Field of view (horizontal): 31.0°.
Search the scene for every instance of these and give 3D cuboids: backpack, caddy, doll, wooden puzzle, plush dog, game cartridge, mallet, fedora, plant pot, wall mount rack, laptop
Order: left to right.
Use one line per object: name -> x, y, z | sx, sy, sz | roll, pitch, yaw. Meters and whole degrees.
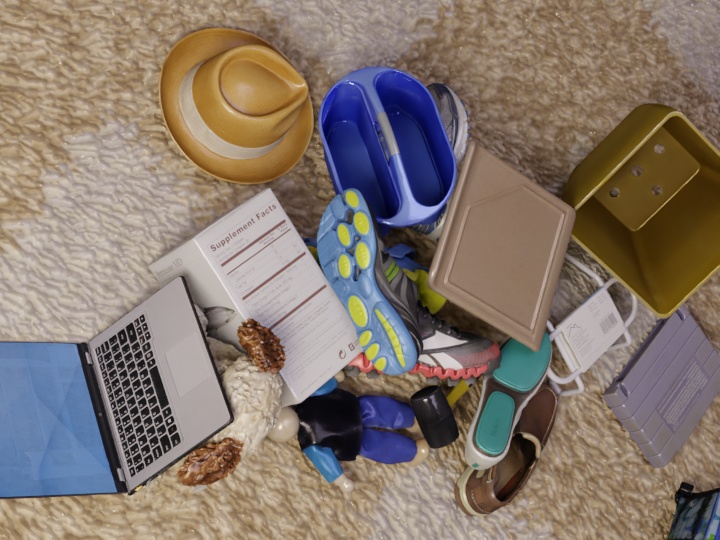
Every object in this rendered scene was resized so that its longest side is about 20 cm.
laptop -> -0.249, 0.104, 1.218 | 0.116, 0.199, 0.188 | 42, 17, -50
plush dog -> -0.138, 0.140, 1.281 | 0.159, 0.171, 0.202 | 28, 70, -25
fedora -> -0.125, -0.195, 1.453 | 0.198, 0.082, 0.204 | 10, 71, -32
doll -> -0.016, 0.179, 1.438 | 0.198, 0.048, 0.138 | 11, 67, -31
caddy -> 0.029, -0.135, 1.487 | 0.140, 0.105, 0.202 | -16, 70, -9
mallet -> 0.121, 0.146, 1.520 | 0.199, 0.041, 0.067 | -25, 98, -57
wooden puzzle -> 0.164, -0.027, 1.518 | 0.199, 0.037, 0.187 | 32, 67, -33
wall mount rack -> 0.259, 0.054, 1.649 | 0.199, 0.074, 0.175 | -36, 101, -36
plant pot -> 0.377, -0.100, 1.682 | 0.199, 0.200, 0.177 | 39, 17, -18
game cartridge -> 0.413, 0.154, 1.744 | 0.200, 0.038, 0.130 | -44, 106, -35
backpack -> 0.468, 0.394, 1.641 | 0.183, 0.147, 0.201 | 40, 61, -15

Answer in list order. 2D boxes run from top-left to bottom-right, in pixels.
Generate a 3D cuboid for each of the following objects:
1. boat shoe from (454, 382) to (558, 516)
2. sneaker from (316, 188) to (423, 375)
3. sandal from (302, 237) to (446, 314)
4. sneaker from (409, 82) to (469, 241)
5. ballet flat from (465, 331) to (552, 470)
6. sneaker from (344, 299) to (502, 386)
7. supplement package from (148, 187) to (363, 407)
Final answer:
boat shoe -> 0.193, 0.212, 1.552 | 0.075, 0.075, 0.203 | 45, 57, -14
sneaker -> 0.013, 0.012, 1.378 | 0.202, 0.070, 0.083 | 68, 22, 1
sandal -> 0.000, 0.000, 1.497 | 0.198, 0.080, 0.088 | 14, 33, -23
sneaker -> 0.080, -0.139, 1.582 | 0.084, 0.077, 0.203 | 10, 70, -26
ballet flat -> 0.167, 0.151, 1.534 | 0.069, 0.069, 0.201 | 42, 52, -16
sneaker -> 0.069, 0.073, 1.456 | 0.198, 0.071, 0.099 | 6, 103, -13
supplement package -> -0.108, 0.037, 1.376 | 0.117, 0.117, 0.201 | -37, 97, -35
